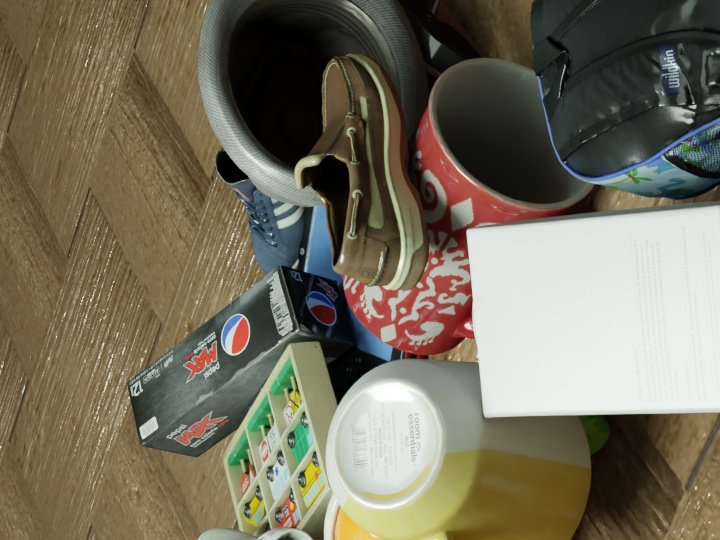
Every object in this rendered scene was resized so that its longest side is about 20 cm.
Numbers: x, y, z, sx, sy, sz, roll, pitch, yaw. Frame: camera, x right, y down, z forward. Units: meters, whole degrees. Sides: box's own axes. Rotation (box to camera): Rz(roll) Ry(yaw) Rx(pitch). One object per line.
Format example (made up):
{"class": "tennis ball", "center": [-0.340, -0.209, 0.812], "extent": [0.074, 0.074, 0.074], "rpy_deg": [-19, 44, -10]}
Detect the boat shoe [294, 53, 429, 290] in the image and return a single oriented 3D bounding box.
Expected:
{"class": "boat shoe", "center": [-0.008, -0.076, 1.624], "extent": [0.075, 0.074, 0.203], "rpy_deg": [113, 151, -42]}

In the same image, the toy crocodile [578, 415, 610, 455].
{"class": "toy crocodile", "center": [0.148, 0.069, 1.593], "extent": [0.201, 0.061, 0.068], "rpy_deg": [-63, 36, 35]}

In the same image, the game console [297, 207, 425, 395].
{"class": "game console", "center": [0.000, 0.000, 1.875], "extent": [0.176, 0.031, 0.202], "rpy_deg": [18, 101, 51]}

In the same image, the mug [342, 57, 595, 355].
{"class": "mug", "center": [0.075, -0.021, 1.671], "extent": [0.200, 0.132, 0.179], "rpy_deg": [-56, 39, 46]}

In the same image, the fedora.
{"class": "fedora", "center": [-0.042, -0.130, 1.753], "extent": [0.090, 0.175, 0.202], "rpy_deg": [123, 135, -63]}

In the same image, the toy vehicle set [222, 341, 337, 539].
{"class": "toy vehicle set", "center": [-0.058, 0.159, 1.849], "extent": [0.200, 0.026, 0.125], "rpy_deg": [121, 138, -53]}

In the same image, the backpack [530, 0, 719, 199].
{"class": "backpack", "center": [0.208, -0.138, 1.425], "extent": [0.200, 0.146, 0.185], "rpy_deg": [-31, 59, 50]}

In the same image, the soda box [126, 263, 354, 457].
{"class": "soda box", "center": [-0.100, 0.077, 1.899], "extent": [0.200, 0.070, 0.064], "rpy_deg": [-36, 55, 33]}

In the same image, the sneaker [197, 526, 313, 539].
{"class": "sneaker", "center": [-0.063, 0.226, 1.770], "extent": [0.200, 0.074, 0.101], "rpy_deg": [27, 126, 51]}

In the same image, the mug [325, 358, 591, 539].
{"class": "mug", "center": [0.065, 0.134, 1.508], "extent": [0.186, 0.153, 0.150], "rpy_deg": [41, 100, 31]}

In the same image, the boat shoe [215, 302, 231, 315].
{"class": "boat shoe", "center": [-0.072, 0.102, 1.978], "extent": [0.200, 0.071, 0.063], "rpy_deg": [-126, 23, -43]}

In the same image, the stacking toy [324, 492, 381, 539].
{"class": "stacking toy", "center": [0.077, 0.210, 1.628], "extent": [0.200, 0.145, 0.147], "rpy_deg": [44, 124, 48]}

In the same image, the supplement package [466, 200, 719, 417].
{"class": "supplement package", "center": [0.179, 0.022, 1.422], "extent": [0.199, 0.119, 0.123], "rpy_deg": [-4, 92, 44]}

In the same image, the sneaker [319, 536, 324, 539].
{"class": "sneaker", "center": [-0.006, 0.151, 1.827], "extent": [0.087, 0.073, 0.201], "rpy_deg": [50, 132, 39]}

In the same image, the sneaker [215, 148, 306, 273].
{"class": "sneaker", "center": [-0.085, -0.071, 1.964], "extent": [0.075, 0.084, 0.201], "rpy_deg": [33, 135, 33]}

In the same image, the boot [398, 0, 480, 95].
{"class": "boot", "center": [0.001, -0.160, 1.843], "extent": [0.139, 0.077, 0.200], "rpy_deg": [-58, 36, 18]}
